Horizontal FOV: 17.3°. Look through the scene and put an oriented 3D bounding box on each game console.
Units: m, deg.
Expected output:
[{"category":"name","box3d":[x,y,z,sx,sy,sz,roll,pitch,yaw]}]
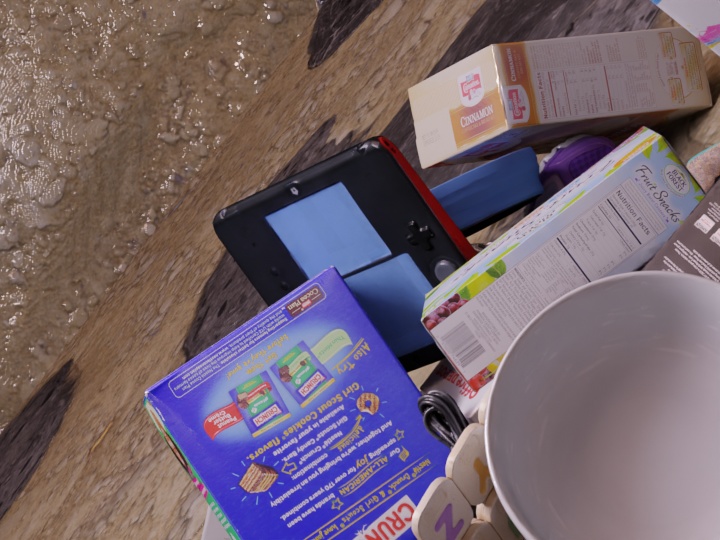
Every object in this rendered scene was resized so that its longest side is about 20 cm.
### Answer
[{"category":"game console","box3d":[0.000,0.000,1.762,0.199,0.177,0.031,-23,23,43]}]

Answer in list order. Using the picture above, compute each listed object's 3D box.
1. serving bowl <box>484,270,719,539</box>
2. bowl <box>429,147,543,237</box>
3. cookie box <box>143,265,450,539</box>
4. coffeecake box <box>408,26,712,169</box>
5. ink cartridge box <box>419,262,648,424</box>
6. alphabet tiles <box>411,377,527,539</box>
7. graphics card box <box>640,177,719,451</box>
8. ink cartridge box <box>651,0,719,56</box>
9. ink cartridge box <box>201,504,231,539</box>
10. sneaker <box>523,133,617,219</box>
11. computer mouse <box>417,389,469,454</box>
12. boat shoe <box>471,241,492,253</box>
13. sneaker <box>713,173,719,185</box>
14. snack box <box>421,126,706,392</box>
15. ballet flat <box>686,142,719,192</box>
[{"category":"serving bowl","box3d":[0.174,0.104,1.397,0.201,0.199,0.066,-57,-20,-19]},{"category":"bowl","box3d":[0.054,-0.035,1.855,0.200,0.040,0.201,-26,-3,-1]},{"category":"cookie box","box3d":[-0.035,0.129,1.718,0.171,0.201,0.075,-33,-5,-8]},{"category":"coffeecake box","box3d":[0.164,-0.143,1.961,0.199,0.074,0.153,-8,-6,-26]},{"category":"ink cartridge box","box3d":[0.147,0.045,1.762,0.200,0.084,0.146,-53,14,-3]},{"category":"alphabet tiles","box3d":[0.101,0.159,1.468,0.015,0.196,0.201,16,64,38]},{"category":"graphics card box","box3d":[0.242,0.018,1.471,0.200,0.051,0.125,-51,56,7]},{"category":"ink cartridge box","box3d":[0.278,-0.213,1.763,0.085,0.199,0.145,-51,13,17]},{"category":"ink cartridge box","box3d":[-0.098,0.230,2.020,0.115,0.067,0.201,-70,-5,-52]},{"category":"sneaker","box3d":[0.164,-0.019,1.902,0.201,0.080,0.088,-60,23,-13]},{"category":"computer mouse","box3d":[0.143,0.079,1.639,0.200,0.110,0.044,-37,-23,7]},{"category":"boat shoe","box3d":[0.101,-0.003,2.064,0.057,0.067,0.200,-60,12,-14]},{"category":"sneaker","box3d":[0.259,-0.012,1.577,0.200,0.077,0.111,-54,12,3]},{"category":"snack box","box3d":[0.138,-0.011,1.599,0.200,0.068,0.169,-39,3,6]},{"category":"ballet flat","box3d":[0.301,-0.081,1.668,0.200,0.068,0.068,-43,35,49]}]
